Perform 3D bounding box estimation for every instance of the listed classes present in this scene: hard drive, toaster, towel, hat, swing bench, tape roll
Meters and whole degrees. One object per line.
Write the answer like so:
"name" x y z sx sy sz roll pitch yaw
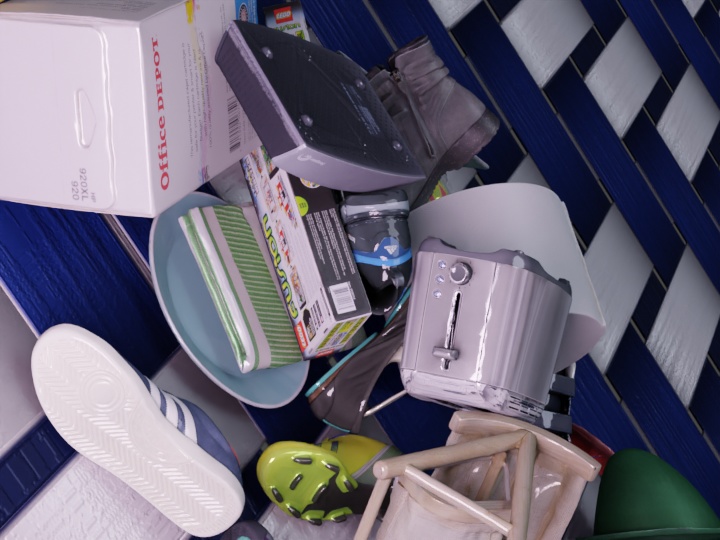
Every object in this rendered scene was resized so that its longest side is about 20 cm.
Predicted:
"hard drive" -0.033 -0.123 1.350 0.135 0.042 0.200 60 22 18
"toaster" 0.107 0.054 1.446 0.200 0.113 0.130 26 76 -66
"towel" -0.073 0.008 1.486 0.200 0.023 0.154 -11 76 -62
"hat" 0.293 0.193 1.786 0.198 0.166 0.178 1 77 -19
"swing bench" 0.073 0.232 1.361 0.129 0.200 0.200 29 23 17
"tape roll" 0.119 0.023 1.648 0.202 0.202 0.140 17 50 -52

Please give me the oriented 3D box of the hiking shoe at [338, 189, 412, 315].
"hiking shoe" 0.000 0.000 1.454 0.200 0.074 0.087 111 -27 -73

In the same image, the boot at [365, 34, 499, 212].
"boot" 0.026 -0.124 1.666 0.132 0.200 0.070 43 3 -13

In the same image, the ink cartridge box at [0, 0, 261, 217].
"ink cartridge box" -0.181 -0.145 1.319 0.200 0.143 0.148 -42 133 -61

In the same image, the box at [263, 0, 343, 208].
"box" -0.050 -0.143 1.574 0.200 0.034 0.111 79 -2 -62

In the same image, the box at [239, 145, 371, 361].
"box" -0.050 -0.037 1.427 0.034 0.110 0.201 -13 75 -20

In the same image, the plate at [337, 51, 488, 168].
"plate" 0.049 -0.160 1.788 0.200 0.026 0.200 36 5 -3

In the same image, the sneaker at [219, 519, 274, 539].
"sneaker" -0.049 0.281 1.278 0.087 0.074 0.202 -10 83 -48

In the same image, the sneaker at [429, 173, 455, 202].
"sneaker" 0.064 -0.050 1.756 0.200 0.078 0.091 34 48 -34

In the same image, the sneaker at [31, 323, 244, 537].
"sneaker" -0.163 0.108 1.264 0.200 0.075 0.085 50 15 -18

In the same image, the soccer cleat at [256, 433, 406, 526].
"soccer cleat" -0.025 0.171 1.451 0.199 0.065 0.084 16 22 -47

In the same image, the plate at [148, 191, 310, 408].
"plate" -0.115 0.027 1.448 0.200 0.025 0.201 39 36 -36

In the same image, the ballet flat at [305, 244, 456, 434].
"ballet flat" 0.036 0.067 1.522 0.068 0.200 0.068 42 -13 2

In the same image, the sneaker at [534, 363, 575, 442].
"sneaker" 0.181 0.132 1.765 0.078 0.079 0.201 10 52 -32
